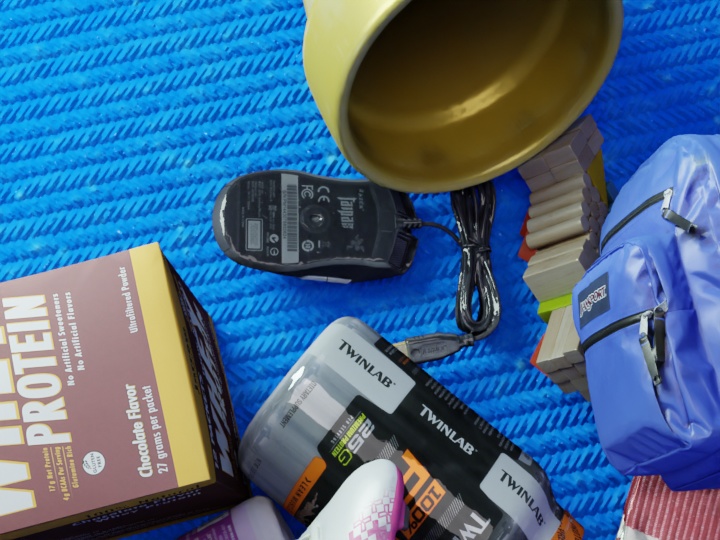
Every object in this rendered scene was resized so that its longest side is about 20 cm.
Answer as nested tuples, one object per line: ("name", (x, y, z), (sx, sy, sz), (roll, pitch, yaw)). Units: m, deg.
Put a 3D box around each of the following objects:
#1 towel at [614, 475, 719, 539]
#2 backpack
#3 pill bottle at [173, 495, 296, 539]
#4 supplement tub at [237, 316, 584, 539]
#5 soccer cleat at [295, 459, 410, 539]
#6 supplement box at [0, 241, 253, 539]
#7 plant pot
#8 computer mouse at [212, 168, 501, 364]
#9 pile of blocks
("towel", (0.262, 0.120, 0.808), (0.143, 0.023, 0.202), (20, 78, 6))
("backpack", (0.215, 0.018, 0.726), (0.166, 0.163, 0.202), (0, 71, -19))
("pill bottle", (-0.120, 0.231, 0.746), (0.199, 0.112, 0.113), (-28, 77, -5))
("supplement tub", (0.032, 0.133, 0.758), (0.199, 0.123, 0.123), (38, 80, 7))
("soccer cleat", (-0.042, 0.190, 0.663), (0.086, 0.070, 0.202), (23, 88, -10))
("supplement box", (-0.182, 0.094, 0.737), (0.195, 0.200, 0.134), (-14, 76, -2))
("plant pot", (0.043, -0.187, 0.805), (0.199, 0.201, 0.190), (-23, 55, -4))
("computer mouse", (0.000, 0.000, 0.837), (0.197, 0.046, 0.142), (-4, 73, -10))
("pile of blocks", (0.143, -0.004, 0.832), (0.062, 0.082, 0.202), (-19, 59, 41))
